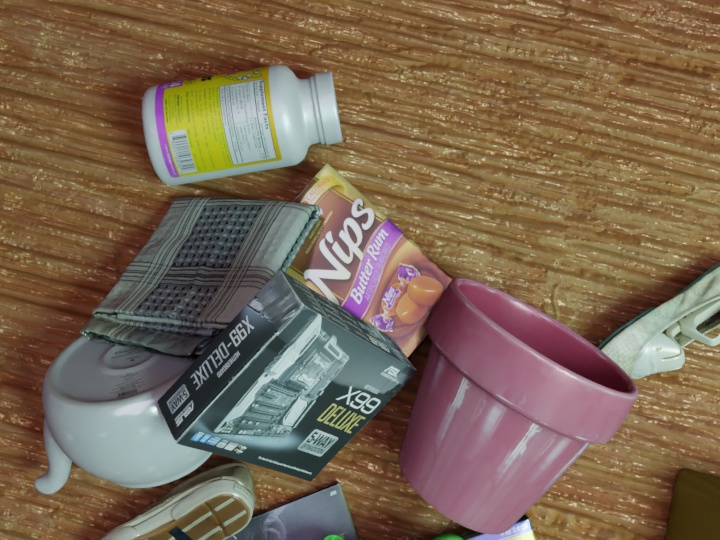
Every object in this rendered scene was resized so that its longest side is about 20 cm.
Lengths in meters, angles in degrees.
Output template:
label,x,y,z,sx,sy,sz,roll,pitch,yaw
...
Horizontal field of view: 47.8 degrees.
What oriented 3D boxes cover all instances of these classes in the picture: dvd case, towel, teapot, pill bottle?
label,x,y,z,sx,sy,sz,roll,pitch,yaw
dvd case,-0.056,0.341,0.828,0.146,0.016,0.203,-20,82,-1
towel,-0.158,-0.001,0.796,0.189,0.035,0.202,6,51,28
teapot,-0.202,0.141,0.800,0.197,0.197,0.149,9,123,34
pill bottle,-0.121,-0.156,0.856,0.196,0.104,0.106,-9,82,1

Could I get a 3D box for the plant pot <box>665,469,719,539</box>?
label,x,y,z,sx,sy,sz,roll,pitch,yaw
plant pot,0.393,0.305,0.719,0.192,0.200,0.198,13,83,4

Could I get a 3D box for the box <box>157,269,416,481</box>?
label,x,y,z,sx,sy,sz,roll,pitch,yaw
box,-0.058,0.104,0.733,0.158,0.199,0.050,-45,52,7

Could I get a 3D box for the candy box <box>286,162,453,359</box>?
label,x,y,z,sx,sy,sz,roll,pitch,yaw
candy box,0.000,0.000,0.853,0.200,0.056,0.117,42,87,9

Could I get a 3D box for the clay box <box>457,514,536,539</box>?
label,x,y,z,sx,sy,sz,roll,pitch,yaw
clay box,0.144,0.358,0.800,0.113,0.048,0.204,-18,81,1

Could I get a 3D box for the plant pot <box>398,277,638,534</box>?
label,x,y,z,sx,sy,sz,roll,pitch,yaw
plant pot,0.130,0.134,0.767,0.198,0.200,0.181,29,103,6

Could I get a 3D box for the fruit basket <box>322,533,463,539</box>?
label,x,y,z,sx,sy,sz,roll,pitch,yaw
fruit basket,0.025,0.333,0.731,0.212,0.155,0.220,10,112,25

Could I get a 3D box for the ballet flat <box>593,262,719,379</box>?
label,x,y,z,sx,sy,sz,roll,pitch,yaw
ballet flat,0.320,0.061,0.817,0.198,0.068,0.063,-35,46,-3

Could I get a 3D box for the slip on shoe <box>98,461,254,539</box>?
label,x,y,z,sx,sy,sz,roll,pitch,yaw
slip on shoe,-0.193,0.258,0.828,0.198,0.061,0.076,-34,115,14
